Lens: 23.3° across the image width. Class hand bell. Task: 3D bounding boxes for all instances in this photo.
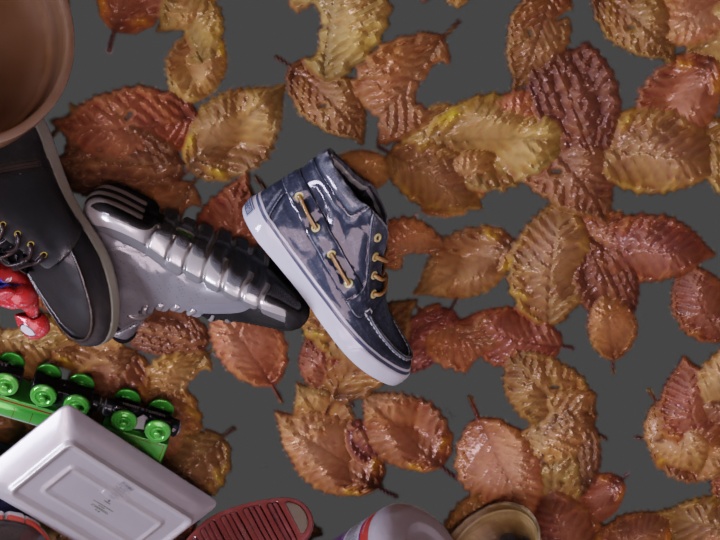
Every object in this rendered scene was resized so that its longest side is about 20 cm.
[{"bbox_3d":[0.165,0.303,1.551,0.104,0.104,0.200,-35,125,12],"label":"hand bell"}]

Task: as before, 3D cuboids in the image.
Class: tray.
[{"bbox_3d":[-0.216,0.191,1.455,0.107,0.022,0.200,-39,133,11],"label":"tray"}]

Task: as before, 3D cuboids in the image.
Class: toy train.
[{"bbox_3d":[-0.248,0.113,1.449,0.199,0.042,0.057,18,122,-12],"label":"toy train"}]

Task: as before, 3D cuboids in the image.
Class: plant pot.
[{"bbox_3d":[-0.317,-0.170,1.264,0.201,0.201,0.093,39,146,-19],"label":"plant pot"}]

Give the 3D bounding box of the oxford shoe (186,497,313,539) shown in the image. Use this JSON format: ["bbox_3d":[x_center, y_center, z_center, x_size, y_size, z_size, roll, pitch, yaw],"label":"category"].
[{"bbox_3d":[-0.124,0.266,1.523,0.199,0.071,0.075,-30,148,2],"label":"oxford shoe"}]

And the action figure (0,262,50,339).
[{"bbox_3d":[-0.327,-0.011,1.374,0.099,0.065,0.200,-35,111,4],"label":"action figure"}]

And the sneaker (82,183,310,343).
[{"bbox_3d":[-0.147,0.021,1.403,0.199,0.075,0.116,28,115,-5],"label":"sneaker"}]

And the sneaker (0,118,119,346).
[{"bbox_3d":[-0.264,-0.020,1.328,0.075,0.106,0.201,-18,100,41],"label":"sneaker"}]

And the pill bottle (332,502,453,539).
[{"bbox_3d":[-0.011,0.288,1.490,0.200,0.113,0.112,-36,113,30],"label":"pill bottle"}]

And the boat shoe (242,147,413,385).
[{"bbox_3d":[0.000,0.000,1.395,0.091,0.071,0.200,-34,110,16],"label":"boat shoe"}]

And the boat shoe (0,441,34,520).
[{"bbox_3d":[-0.331,0.224,1.478,0.092,0.075,0.201,9,125,-26],"label":"boat shoe"}]

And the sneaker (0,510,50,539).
[{"bbox_3d":[-0.273,0.265,1.452,0.077,0.082,0.200,-43,139,10],"label":"sneaker"}]
